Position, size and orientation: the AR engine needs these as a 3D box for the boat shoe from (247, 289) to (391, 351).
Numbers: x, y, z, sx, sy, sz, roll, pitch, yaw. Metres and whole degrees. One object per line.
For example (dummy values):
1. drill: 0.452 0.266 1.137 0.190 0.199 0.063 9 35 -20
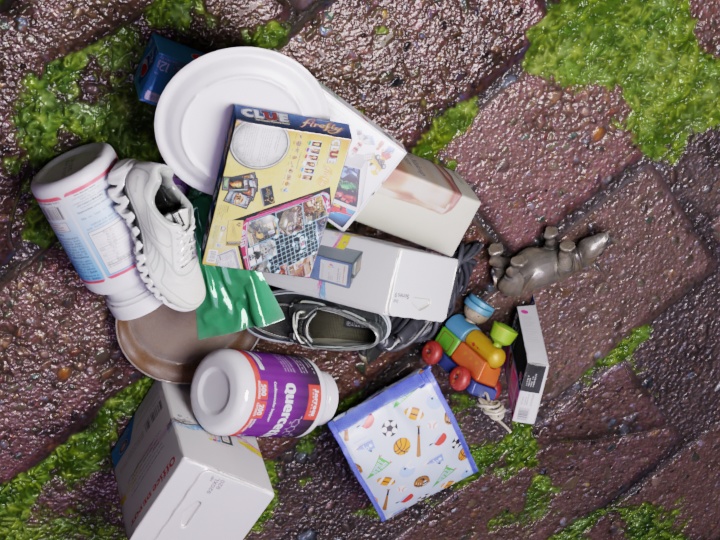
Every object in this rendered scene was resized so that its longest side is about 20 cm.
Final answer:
1. boat shoe: -0.062 0.064 1.632 0.198 0.071 0.073 1 100 12

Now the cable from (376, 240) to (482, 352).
1. cable: 0.098 0.039 1.720 0.200 0.051 0.163 -46 155 -2

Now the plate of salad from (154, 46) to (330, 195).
1. plate of salad: -0.134 -0.168 1.438 0.198 0.048 0.201 -5 128 -6

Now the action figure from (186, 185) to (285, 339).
1. action figure: -0.173 -0.024 1.562 0.117 0.055 0.202 -14 102 10

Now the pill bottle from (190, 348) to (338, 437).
1. pill bottle: -0.123 0.167 1.699 0.199 0.112 0.113 10 117 -48

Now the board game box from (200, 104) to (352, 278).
1. board game box: -0.099 -0.086 1.456 0.134 0.035 0.201 8 126 -16

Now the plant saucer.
1. plant saucer: -0.225 0.058 1.674 0.198 0.032 0.202 -8 119 -14

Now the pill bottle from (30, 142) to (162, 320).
1. pill bottle: -0.306 -0.044 1.532 0.108 0.109 0.201 -25 117 -3

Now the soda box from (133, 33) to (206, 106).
1. soda box: -0.166 -0.211 1.521 0.199 0.068 0.064 19 113 -26

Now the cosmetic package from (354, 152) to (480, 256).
1. cosmetic package: 0.041 -0.104 1.630 0.199 0.104 0.088 19 110 -28

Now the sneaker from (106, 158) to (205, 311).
1. sneaker: -0.225 -0.038 1.486 0.081 0.075 0.201 -3 122 34

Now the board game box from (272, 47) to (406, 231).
1. board game box: -0.060 -0.152 1.505 0.199 0.035 0.126 35 105 -19

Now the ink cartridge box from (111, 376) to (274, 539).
1. ink cartridge box: -0.227 0.269 1.690 0.144 0.200 0.148 26 108 -28

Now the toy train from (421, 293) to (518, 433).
1. toy train: 0.181 0.123 1.748 0.084 0.200 0.116 21 104 -40

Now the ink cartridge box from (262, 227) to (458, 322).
1. ink cartridge box: 0.000 0.000 1.586 0.145 0.199 0.088 8 97 -55

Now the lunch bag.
1. lunch bag: 0.055 0.234 1.807 0.169 0.124 0.201 -30 137 -2

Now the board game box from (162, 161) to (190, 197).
1. board game box: -0.180 -0.063 1.600 0.120 0.032 0.201 -33 116 -4

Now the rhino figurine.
1. rhino figurine: 0.273 -0.016 1.780 0.198 0.060 0.088 -15 141 -11

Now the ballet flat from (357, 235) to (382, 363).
1. ballet flat: 0.013 0.039 1.741 0.066 0.056 0.201 -37 137 -45

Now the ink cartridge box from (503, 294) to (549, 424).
1. ink cartridge box: 0.228 0.119 1.768 0.037 0.200 0.095 9 117 -1
